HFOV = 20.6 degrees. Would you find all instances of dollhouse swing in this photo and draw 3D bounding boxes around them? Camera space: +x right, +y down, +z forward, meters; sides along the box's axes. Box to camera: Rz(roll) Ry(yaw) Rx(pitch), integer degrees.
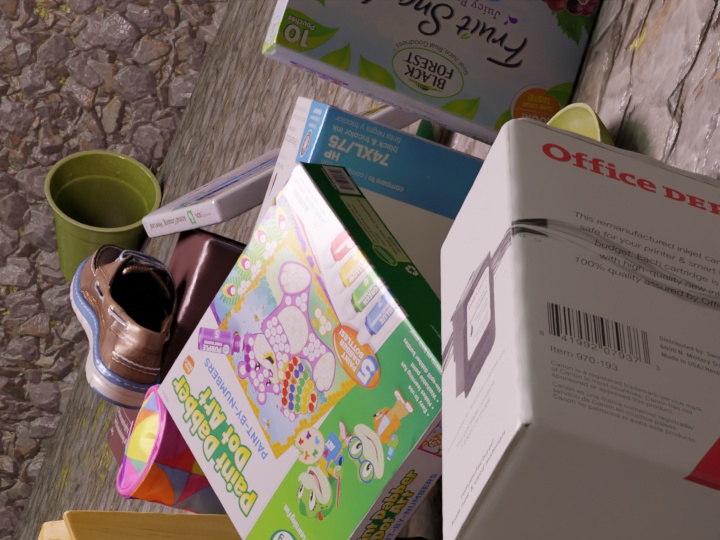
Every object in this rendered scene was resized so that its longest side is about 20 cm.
[{"bbox_3d":[-0.130,0.271,1.333,0.200,0.180,0.178,125,146,-67],"label":"dollhouse swing"}]

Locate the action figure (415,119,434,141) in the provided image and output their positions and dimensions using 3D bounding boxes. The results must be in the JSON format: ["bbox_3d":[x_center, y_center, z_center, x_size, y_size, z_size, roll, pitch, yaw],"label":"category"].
[{"bbox_3d":[0.022,-0.028,1.541,0.201,0.054,0.119,-85,8,-56],"label":"action figure"}]

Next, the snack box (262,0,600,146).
[{"bbox_3d":[0.051,-0.173,1.296,0.053,0.198,0.144,174,115,-76],"label":"snack box"}]

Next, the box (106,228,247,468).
[{"bbox_3d":[-0.094,0.087,1.611,0.166,0.163,0.202,-153,83,-77],"label":"box"}]

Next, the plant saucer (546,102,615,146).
[{"bbox_3d":[0.109,0.001,1.177,0.200,0.031,0.202,-160,90,-78],"label":"plant saucer"}]

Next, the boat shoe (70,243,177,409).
[{"bbox_3d":[-0.174,0.027,1.534,0.073,0.072,0.200,-59,27,21],"label":"boat shoe"}]

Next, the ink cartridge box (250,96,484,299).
[{"bbox_3d":[0.000,0.000,1.377,0.147,0.145,0.202,-146,75,-78],"label":"ink cartridge box"}]

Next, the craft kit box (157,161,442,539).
[{"bbox_3d":[-0.026,0.073,1.209,0.200,0.048,0.198,54,126,36],"label":"craft kit box"}]

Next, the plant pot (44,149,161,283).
[{"bbox_3d":[-0.453,-0.072,3.438,0.201,0.198,0.191,-83,5,-45],"label":"plant pot"}]

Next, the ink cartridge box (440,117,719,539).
[{"bbox_3d":[0.113,0.042,0.826,0.201,0.144,0.084,-87,18,-52],"label":"ink cartridge box"}]

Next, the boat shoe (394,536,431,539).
[{"bbox_3d":[0.002,0.201,1.245,0.200,0.067,0.073,141,148,-66],"label":"boat shoe"}]

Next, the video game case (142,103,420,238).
[{"bbox_3d":[-0.064,-0.083,1.605,0.199,0.022,0.182,-29,8,-23],"label":"video game case"}]

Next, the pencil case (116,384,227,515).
[{"bbox_3d":[-0.066,0.142,1.355,0.088,0.198,0.089,-50,29,40],"label":"pencil case"}]
